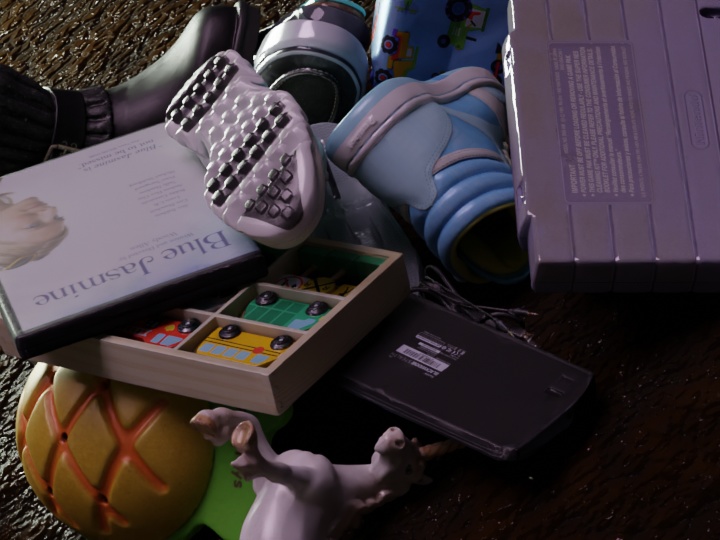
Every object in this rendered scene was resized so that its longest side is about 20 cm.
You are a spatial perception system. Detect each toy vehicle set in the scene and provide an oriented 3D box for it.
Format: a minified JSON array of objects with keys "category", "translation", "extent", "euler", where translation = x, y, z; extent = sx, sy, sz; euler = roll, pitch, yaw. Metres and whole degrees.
[{"category":"toy vehicle set","translation":[-0.088,0.019,1.451],"extent":[0.200,0.027,0.124],"euler":[10,37,36]}]

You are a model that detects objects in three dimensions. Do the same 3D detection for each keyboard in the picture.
[{"category":"keyboard","translation":[0.046,0.053,1.412],"extent":[0.104,0.040,0.200],"euler":[-35,40,-28]}]

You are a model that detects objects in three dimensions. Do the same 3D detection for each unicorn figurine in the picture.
[{"category":"unicorn figurine","translation":[-0.035,0.129,1.346],"extent":[0.074,0.137,0.200],"euler":[19,74,43]}]

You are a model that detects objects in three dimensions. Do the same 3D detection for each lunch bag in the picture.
[{"category":"lunch bag","translation":[0.049,-0.202,1.700],"extent":[0.200,0.094,0.151],"euler":[-118,39,-69]}]

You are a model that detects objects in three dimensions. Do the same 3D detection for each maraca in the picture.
[{"category":"maraca","translation":[-0.115,0.092,1.485],"extent":[0.200,0.138,0.107],"euler":[3,6,39]}]

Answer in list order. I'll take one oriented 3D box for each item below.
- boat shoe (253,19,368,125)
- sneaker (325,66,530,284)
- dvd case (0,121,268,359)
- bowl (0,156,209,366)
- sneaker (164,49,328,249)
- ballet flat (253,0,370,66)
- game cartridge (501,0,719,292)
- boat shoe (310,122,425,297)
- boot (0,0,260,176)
[{"category":"boat shoe","translation":[-0.044,-0.088,1.670],"extent":[0.200,0.072,0.071],"euler":[120,166,-63]},{"category":"sneaker","translation":[0.068,-0.048,1.534],"extent":[0.080,0.131,0.200],"euler":[-50,-14,23]},{"category":"dvd case","translation":[-0.146,-0.021,1.499],"extent":[0.142,0.018,0.200],"euler":[-19,30,-11]},{"category":"bowl","translation":[-0.128,0.011,1.632],"extent":[0.201,0.090,0.201],"euler":[-25,27,14]},{"category":"sneaker","translation":[-0.047,-0.059,1.479],"extent":[0.075,0.081,0.200],"euler":[-46,26,8]},{"category":"ballet flat","translation":[-0.048,-0.133,1.769],"extent":[0.073,0.073,0.200],"euler":[-46,9,-16]},{"category":"game cartridge","translation":[0.143,-0.070,1.406],"extent":[0.129,0.038,0.200],"euler":[-3,50,1]},{"category":"boat shoe","translation":[0.000,0.000,1.542],"extent":[0.073,0.067,0.200],"euler":[-12,46,2]},{"category":"boot","translation":[-0.174,-0.111,1.735],"extent":[0.211,0.158,0.079],"euler":[-58,20,15]}]
